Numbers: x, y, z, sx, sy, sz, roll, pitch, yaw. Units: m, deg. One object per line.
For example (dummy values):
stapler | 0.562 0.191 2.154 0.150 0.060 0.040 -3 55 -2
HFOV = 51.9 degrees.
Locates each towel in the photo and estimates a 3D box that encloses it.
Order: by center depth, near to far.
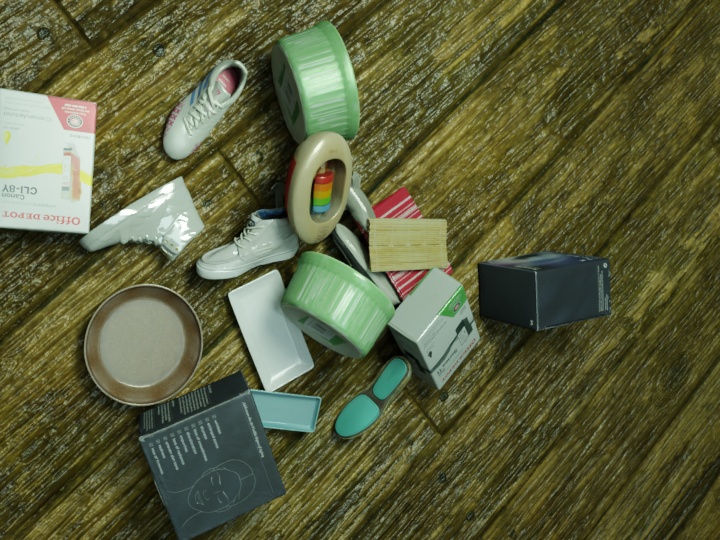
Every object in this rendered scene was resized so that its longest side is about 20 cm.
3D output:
towel | 0.086 -0.047 1.444 0.144 0.022 0.203 -35 97 -30

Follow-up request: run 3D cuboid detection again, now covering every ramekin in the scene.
ramekin | -0.082 -0.314 1.275 0.095 0.199 0.205 -18 102 -15
ramekin | -0.046 0.067 1.306 0.199 0.198 0.099 40 71 -23

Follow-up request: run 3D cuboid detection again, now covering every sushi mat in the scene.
sushi mat | 0.092 -0.050 1.406 0.196 0.012 0.099 -2 94 -36

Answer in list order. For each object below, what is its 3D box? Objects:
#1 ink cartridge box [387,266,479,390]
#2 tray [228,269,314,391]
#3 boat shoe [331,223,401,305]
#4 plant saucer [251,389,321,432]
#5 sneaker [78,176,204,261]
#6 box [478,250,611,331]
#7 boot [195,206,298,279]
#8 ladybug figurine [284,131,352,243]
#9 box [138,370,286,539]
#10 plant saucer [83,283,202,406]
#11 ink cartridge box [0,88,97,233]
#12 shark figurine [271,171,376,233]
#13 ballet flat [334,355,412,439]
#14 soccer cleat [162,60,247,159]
ink cartridge box | 0.146 0.117 1.437 0.147 0.082 0.201 -48 144 -15
tray | -0.165 0.111 1.363 0.106 0.022 0.205 -25 105 -22
boat shoe | 0.000 0.000 1.411 0.060 0.075 0.201 -32 117 18
plant saucer | -0.171 0.252 1.357 0.195 0.019 0.072 10 101 -19
sneaker | -0.353 -0.057 1.225 0.198 0.073 0.118 -34 105 -21
box | 0.377 0.036 1.529 0.193 0.199 0.127 -10 99 -25
boot | -0.196 -0.057 1.289 0.196 0.073 0.098 -19 132 -32
ladybug figurine | -0.078 -0.142 1.252 0.134 0.071 0.205 -19 129 -44
box | -0.253 0.313 1.264 0.192 0.124 0.205 -20 105 -12
plant saucer | -0.367 0.124 1.255 0.195 0.036 0.207 -3 96 -26
ink cartridge box | -0.487 -0.162 1.142 0.141 0.083 0.206 3 93 -27
shark figurine | -0.058 -0.157 1.351 0.209 0.090 0.132 14 65 -14
ballet flat | 0.030 0.251 1.448 0.070 0.071 0.201 40 92 -23
soccer cleat | -0.262 -0.276 1.244 0.069 0.086 0.202 39 78 -24
